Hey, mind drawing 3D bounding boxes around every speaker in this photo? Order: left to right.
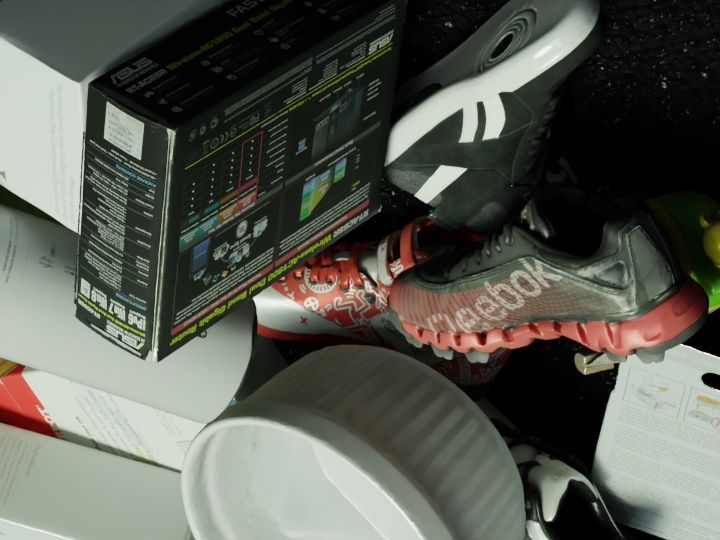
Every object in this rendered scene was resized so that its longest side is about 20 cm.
[{"bbox_3d":[-0.160,0.017,1.590,0.199,0.081,0.081,19,142,-25],"label":"speaker"}]

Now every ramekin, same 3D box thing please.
[{"bbox_3d":[0.004,0.138,1.718,0.200,0.105,0.201,26,138,25],"label":"ramekin"}]

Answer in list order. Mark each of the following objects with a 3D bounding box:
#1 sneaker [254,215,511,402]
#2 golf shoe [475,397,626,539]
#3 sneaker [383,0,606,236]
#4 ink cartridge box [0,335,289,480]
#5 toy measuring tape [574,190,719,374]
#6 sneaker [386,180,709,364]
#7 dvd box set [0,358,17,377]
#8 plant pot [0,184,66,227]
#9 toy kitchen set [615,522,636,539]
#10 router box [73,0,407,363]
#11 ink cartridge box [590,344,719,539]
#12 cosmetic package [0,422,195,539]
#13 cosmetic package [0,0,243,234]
[{"bbox_3d":[0.001,0.000,1.733,0.201,0.067,0.108,22,136,0],"label":"sneaker"},{"bbox_3d":[0.096,0.122,1.769,0.200,0.078,0.095,47,144,6],"label":"golf shoe"},{"bbox_3d":[0.097,-0.082,1.611,0.112,0.073,0.200,38,144,-17],"label":"sneaker"},{"bbox_3d":[-0.147,0.080,1.878,0.199,0.067,0.116,-9,128,32],"label":"ink cartridge box"},{"bbox_3d":[0.165,0.002,1.669,0.073,0.074,0.200,34,154,-8],"label":"toy measuring tape"},{"bbox_3d":[0.092,-0.003,1.602,0.200,0.071,0.098,-1,121,39],"label":"sneaker"},{"bbox_3d":[-0.312,-0.014,1.850,0.146,0.029,0.201,-10,108,34],"label":"dvd box set"},{"bbox_3d":[-0.167,-0.059,1.685,0.184,0.201,0.200,23,138,-13],"label":"plant pot"},{"bbox_3d":[0.049,0.208,1.906,0.200,0.180,0.164,48,148,39],"label":"toy kitchen set"},{"bbox_3d":[-0.062,-0.063,1.546,0.062,0.200,0.150,29,131,27],"label":"router box"},{"bbox_3d":[0.224,0.101,1.718,0.162,0.057,0.200,19,141,9],"label":"ink cartridge box"},{"bbox_3d":[-0.206,0.162,1.881,0.199,0.071,0.102,15,144,3],"label":"cosmetic package"},{"bbox_3d":[-0.110,-0.123,1.561,0.081,0.200,0.113,29,142,25],"label":"cosmetic package"}]
